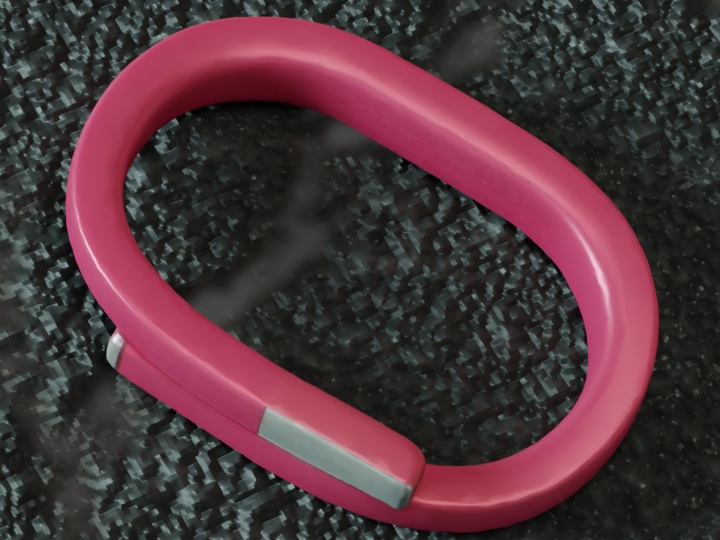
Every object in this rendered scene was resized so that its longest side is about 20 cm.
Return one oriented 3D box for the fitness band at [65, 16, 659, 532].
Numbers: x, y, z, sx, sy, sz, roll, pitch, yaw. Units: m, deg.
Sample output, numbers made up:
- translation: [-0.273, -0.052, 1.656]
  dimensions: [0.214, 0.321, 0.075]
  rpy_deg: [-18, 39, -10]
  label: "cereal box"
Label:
- translation: [0.000, 0.000, 0.963]
  dimensions: [0.199, 0.037, 0.144]
  rpy_deg: [31, 57, 5]
  label: "fitness band"
